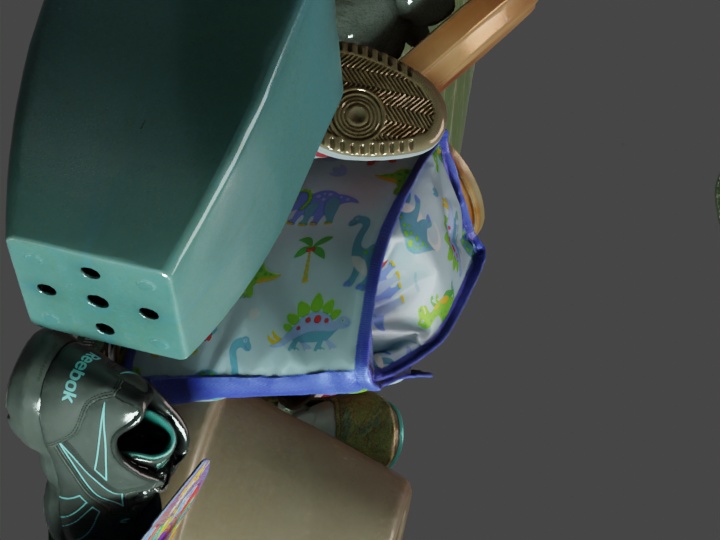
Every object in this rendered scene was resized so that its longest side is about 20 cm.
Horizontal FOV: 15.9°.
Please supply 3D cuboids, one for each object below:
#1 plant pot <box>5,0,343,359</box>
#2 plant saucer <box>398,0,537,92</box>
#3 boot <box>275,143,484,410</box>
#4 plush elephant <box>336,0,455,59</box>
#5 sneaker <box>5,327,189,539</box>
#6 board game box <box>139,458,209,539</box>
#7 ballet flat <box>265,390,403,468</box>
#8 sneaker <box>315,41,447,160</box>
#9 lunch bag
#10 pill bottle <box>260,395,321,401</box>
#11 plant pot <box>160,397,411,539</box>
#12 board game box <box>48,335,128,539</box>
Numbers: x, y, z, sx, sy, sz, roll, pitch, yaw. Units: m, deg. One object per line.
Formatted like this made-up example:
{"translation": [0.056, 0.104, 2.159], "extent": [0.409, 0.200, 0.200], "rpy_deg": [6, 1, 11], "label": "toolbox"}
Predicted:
{"translation": [-0.107, -0.066, 1.358], "extent": [0.142, 0.140, 0.201], "rpy_deg": [84, 21, -60], "label": "plant pot"}
{"translation": [0.046, -0.132, 1.689], "extent": [0.200, 0.032, 0.200], "rpy_deg": [-41, -178, 1], "label": "plant saucer"}
{"translation": [0.000, 0.000, 1.722], "extent": [0.155, 0.077, 0.200], "rpy_deg": [-40, 164, -26], "label": "boot"}
{"translation": [-0.007, -0.193, 1.675], "extent": [0.155, 0.164, 0.200], "rpy_deg": [61, 28, 1], "label": "plush elephant"}
{"translation": [-0.134, 0.108, 1.414], "extent": [0.200, 0.079, 0.076], "rpy_deg": [73, 37, -58], "label": "sneaker"}
{"translation": [-0.126, 0.199, 1.455], "extent": [0.200, 0.039, 0.158], "rpy_deg": [-52, 174, -47], "label": "board game box"}
{"translation": [-0.032, 0.116, 1.783], "extent": [0.200, 0.070, 0.071], "rpy_deg": [173, -75, -70], "label": "ballet flat"}
{"translation": [-0.050, -0.085, 1.547], "extent": [0.113, 0.199, 0.072], "rpy_deg": [100, -5, -69], "label": "sneaker"}
{"translation": [-0.035, 0.012, 1.574], "extent": [0.200, 0.169, 0.128], "rpy_deg": [-59, 137, -50], "label": "lunch bag"}
{"translation": [-0.067, 0.008, 1.829], "extent": [0.200, 0.112, 0.113], "rpy_deg": [87, 12, -58], "label": "pill bottle"}
{"translation": [-0.063, 0.172, 1.673], "extent": [0.200, 0.173, 0.202], "rpy_deg": [15, 90, -85], "label": "plant pot"}
{"translation": [-0.153, 0.071, 1.555], "extent": [0.200, 0.023, 0.105], "rpy_deg": [-70, 167, -63], "label": "board game box"}
